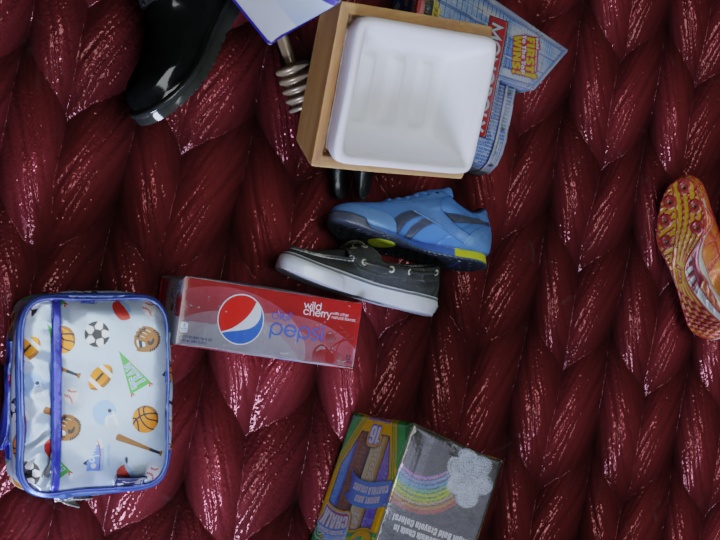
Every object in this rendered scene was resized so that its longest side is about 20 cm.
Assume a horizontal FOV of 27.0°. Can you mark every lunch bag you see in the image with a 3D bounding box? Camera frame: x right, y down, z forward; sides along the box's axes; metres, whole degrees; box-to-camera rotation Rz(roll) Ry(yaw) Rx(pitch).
[{"bbox_3d":[-0.259,0.119,1.401,0.160,0.076,0.201,1,89,-27],"label":"lunch bag"}]

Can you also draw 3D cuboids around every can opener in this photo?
[{"bbox_3d":[-0.009,-0.173,1.549,0.079,0.063,0.201,-6,104,-56],"label":"can opener"}]

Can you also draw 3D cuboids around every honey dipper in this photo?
[{"bbox_3d":[-0.086,-0.259,1.518,0.038,0.038,0.200,-21,97,-27],"label":"honey dipper"}]

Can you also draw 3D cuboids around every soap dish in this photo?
[{"bbox_3d":[0.033,-0.177,1.477,0.200,0.081,0.158,2,104,-40],"label":"soap dish"}]

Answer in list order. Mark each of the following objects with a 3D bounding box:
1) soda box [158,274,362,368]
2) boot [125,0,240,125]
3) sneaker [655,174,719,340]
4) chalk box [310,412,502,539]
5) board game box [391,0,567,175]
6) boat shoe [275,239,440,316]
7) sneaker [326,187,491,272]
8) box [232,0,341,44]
[{"bbox_3d":[-0.101,0.050,1.493,0.200,0.063,0.070,10,86,-30],"label":"soda box"},{"bbox_3d":[-0.204,-0.259,1.422,0.158,0.079,0.211,40,61,-30],"label":"boot"},{"bbox_3d":[0.403,-0.018,1.784,0.077,0.073,0.200,-28,109,-49],"label":"sneaker"},{"bbox_3d":[0.037,0.263,1.540,0.124,0.124,0.200,25,79,-28],"label":"chalk box"},{"bbox_3d":[0.121,-0.212,1.617,0.199,0.062,0.201,13,84,-28],"label":"board game box"},{"bbox_3d":[0.000,0.000,1.550,0.200,0.069,0.057,17,85,-36],"label":"boat shoe"},{"bbox_3d":[0.052,-0.055,1.582,0.200,0.066,0.079,12,75,-30],"label":"sneaker"},{"bbox_3d":[-0.073,-0.355,1.443,0.184,0.105,0.200,50,42,-20],"label":"box"}]
